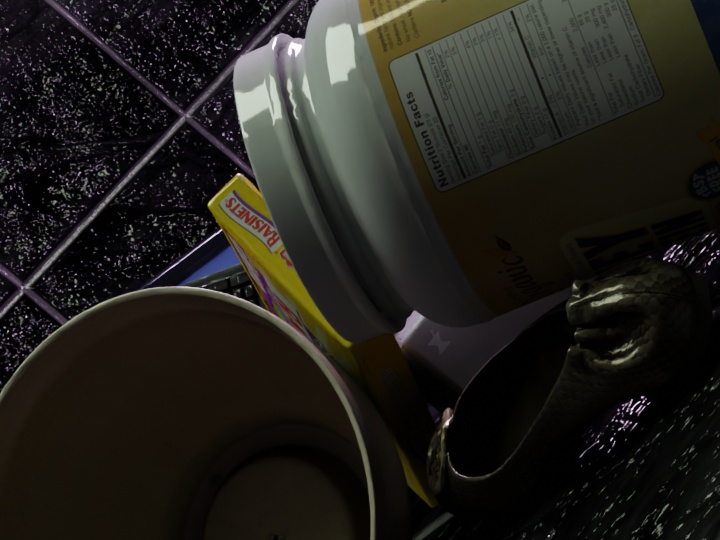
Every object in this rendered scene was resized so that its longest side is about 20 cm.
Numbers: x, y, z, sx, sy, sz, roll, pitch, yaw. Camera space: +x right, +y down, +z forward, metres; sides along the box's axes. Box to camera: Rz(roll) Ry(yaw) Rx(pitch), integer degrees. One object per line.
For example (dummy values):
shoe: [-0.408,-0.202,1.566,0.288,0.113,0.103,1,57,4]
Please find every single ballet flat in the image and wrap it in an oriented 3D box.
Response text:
ballet flat: [0.066,0.047,0.702,0.200,0.046,0.068,136,138,-58]

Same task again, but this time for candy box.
candy box: [-0.008,0.039,0.854,0.026,0.102,0.200,-43,-28,-10]

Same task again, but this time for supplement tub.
supplement tub: [0.065,-0.064,0.692,0.198,0.145,0.144,-22,8,12]

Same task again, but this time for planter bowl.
planter bowl: [-0.059,0.118,0.803,0.201,0.200,0.135,-50,-25,7]

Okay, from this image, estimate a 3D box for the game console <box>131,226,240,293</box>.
game console: [-0.032,0.021,1.058,0.200,0.171,0.119,-39,-14,-34]

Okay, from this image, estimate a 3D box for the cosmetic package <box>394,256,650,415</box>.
cosmetic package: [0.069,0.022,0.885,0.107,0.090,0.200,-51,4,-4]

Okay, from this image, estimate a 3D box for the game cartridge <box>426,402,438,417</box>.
game cartridge: [0.015,0.069,1.095,0.200,0.041,0.133,-39,9,-33]

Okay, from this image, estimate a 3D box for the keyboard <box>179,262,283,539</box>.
keyboard: [-0.072,0.101,0.955,0.104,0.202,0.039,-21,-16,39]
